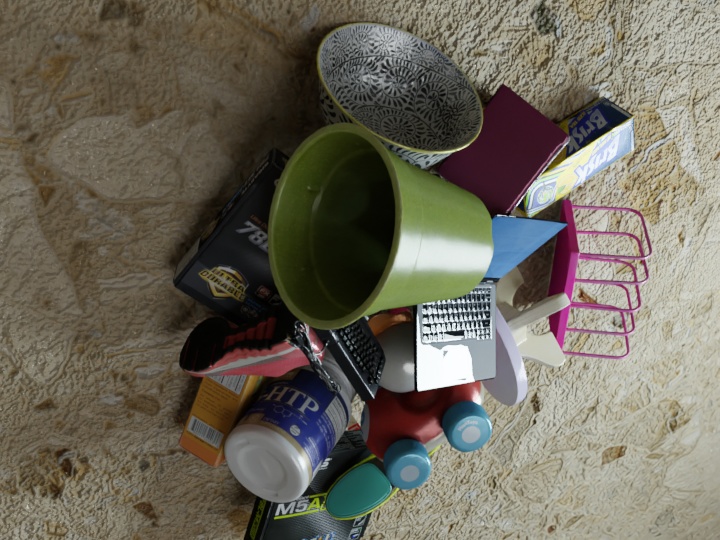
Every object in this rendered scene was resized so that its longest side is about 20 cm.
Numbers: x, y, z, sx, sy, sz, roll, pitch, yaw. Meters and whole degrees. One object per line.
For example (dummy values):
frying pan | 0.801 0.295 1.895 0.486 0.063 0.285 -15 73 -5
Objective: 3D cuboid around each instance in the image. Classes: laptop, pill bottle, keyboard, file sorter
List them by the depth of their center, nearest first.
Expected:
keyboard | -0.029 0.071 1.031 0.201 0.020 0.128 58 39 -30
laptop | 0.160 0.040 1.104 0.186 0.115 0.203 1 89 -52
pill bottle | -0.080 0.194 1.208 0.200 0.119 0.121 -51 152 -49
file sorter | 0.361 0.017 1.397 0.124 0.140 0.202 4 127 5

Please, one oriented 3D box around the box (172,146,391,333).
box | -0.083 -0.010 1.076 0.199 0.050 0.199 35 115 -22

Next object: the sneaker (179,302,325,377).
sneaker | -0.128 0.101 1.072 0.199 0.074 0.087 -12 138 33

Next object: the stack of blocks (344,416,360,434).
stack of blocks | -0.050 0.264 1.374 0.114 0.059 0.201 -27 133 -17

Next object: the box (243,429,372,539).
box | -0.058 0.325 1.337 0.198 0.048 0.195 0 122 -36

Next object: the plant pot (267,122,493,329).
plant pot | 0.037 -0.035 0.957 0.189 0.200 0.201 7 117 -42

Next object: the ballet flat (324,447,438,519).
ballet flat | 0.037 0.282 1.303 0.199 0.067 0.067 -39 171 1

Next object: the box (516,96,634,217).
box | 0.291 -0.161 1.296 0.199 0.070 0.065 -33 137 -11

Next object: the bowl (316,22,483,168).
bowl | 0.030 -0.177 1.037 0.199 0.202 0.094 -8 148 -31

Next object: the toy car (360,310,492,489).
toy car | 0.050 0.139 1.203 0.176 0.185 0.201 -33 115 5

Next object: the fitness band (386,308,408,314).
fitness band | 0.107 0.105 1.329 0.142 0.038 0.201 3 130 10

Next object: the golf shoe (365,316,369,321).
golf shoe | -0.055 0.032 1.175 0.199 0.092 0.073 30 105 -43

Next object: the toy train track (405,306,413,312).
toy train track | 0.000 0.000 1.155 0.199 0.033 0.115 28 104 -28

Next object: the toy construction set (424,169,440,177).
toy construction set | 0.057 -0.076 1.155 0.132 0.091 0.200 -69 154 -17

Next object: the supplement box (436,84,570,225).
supplement box | 0.172 -0.138 1.133 0.131 0.103 0.200 -51 178 8

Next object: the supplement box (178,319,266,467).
supplement box | -0.167 0.151 1.188 0.201 0.068 0.066 -65 169 21

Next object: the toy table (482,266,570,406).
toy table | 0.219 0.083 1.363 0.116 0.183 0.202 -27 101 -24
